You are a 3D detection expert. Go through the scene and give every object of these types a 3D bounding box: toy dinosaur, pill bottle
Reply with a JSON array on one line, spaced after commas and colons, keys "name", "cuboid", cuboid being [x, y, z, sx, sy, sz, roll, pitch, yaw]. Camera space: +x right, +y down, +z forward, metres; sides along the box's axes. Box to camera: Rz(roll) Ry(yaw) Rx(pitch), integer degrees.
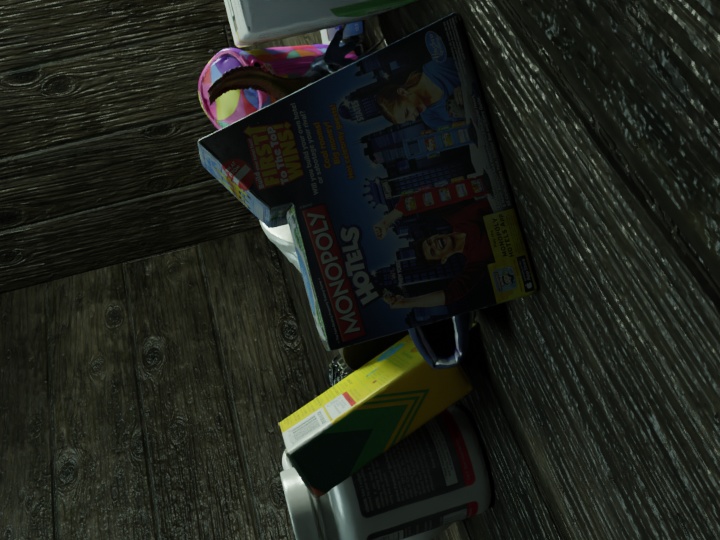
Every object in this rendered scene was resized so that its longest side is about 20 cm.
[{"name": "toy dinosaur", "cuboid": [-0.032, -0.169, 0.765, 0.181, 0.196, 0.107, -161, 83, -82]}, {"name": "pill bottle", "cuboid": [0.023, 0.216, 0.835, 0.111, 0.196, 0.113, 166, 90, -81]}]

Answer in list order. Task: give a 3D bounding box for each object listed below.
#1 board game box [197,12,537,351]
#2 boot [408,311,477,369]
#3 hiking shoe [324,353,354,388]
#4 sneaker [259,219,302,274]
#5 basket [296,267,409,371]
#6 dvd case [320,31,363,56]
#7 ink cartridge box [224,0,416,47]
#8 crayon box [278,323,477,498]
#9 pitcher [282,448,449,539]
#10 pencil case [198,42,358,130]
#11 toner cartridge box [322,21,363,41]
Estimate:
[{"name": "board game box", "cuboid": [-0.003, -0.054, 0.570, 0.062, 0.196, 0.204, 127, 129, -78]}, {"name": "boot", "cuboid": [0.050, -0.030, 0.633, 0.091, 0.071, 0.203, -69, -39, -67]}, {"name": "hiking shoe", "cuboid": [0.000, 0.132, 0.943, 0.077, 0.099, 0.200, 67, -153, -8]}, {"name": "sneaker", "cuboid": [-0.034, -0.010, 0.788, 0.200, 0.074, 0.089, 51, 166, 43]}, {"name": "basket", "cuboid": [0.000, 0.000, 0.896, 0.182, 0.133, 0.202, 85, 164, -48]}, {"name": "dvd case", "cuboid": [-0.011, -0.191, 1.004, 0.151, 0.024, 0.203, -117, 16, -59]}, {"name": "ink cartridge box", "cuboid": [-0.043, -0.250, 0.704, 0.200, 0.142, 0.086, -133, 30, -73]}, {"name": "crayon box", "cuboid": [0.022, 0.117, 0.761, 0.051, 0.198, 0.127, 57, 174, -6]}, {"name": "pitcher", "cuboid": [0.010, 0.255, 0.992, 0.123, 0.196, 0.173, 84, 168, -47]}, {"name": "pencil case", "cuboid": [-0.070, -0.184, 0.828, 0.199, 0.087, 0.090, -26, -74, -54]}, {"name": "toner cartridge box", "cuboid": [-0.046, -0.343, 0.920, 0.201, 0.042, 0.096, -114, 12, -49]}]
